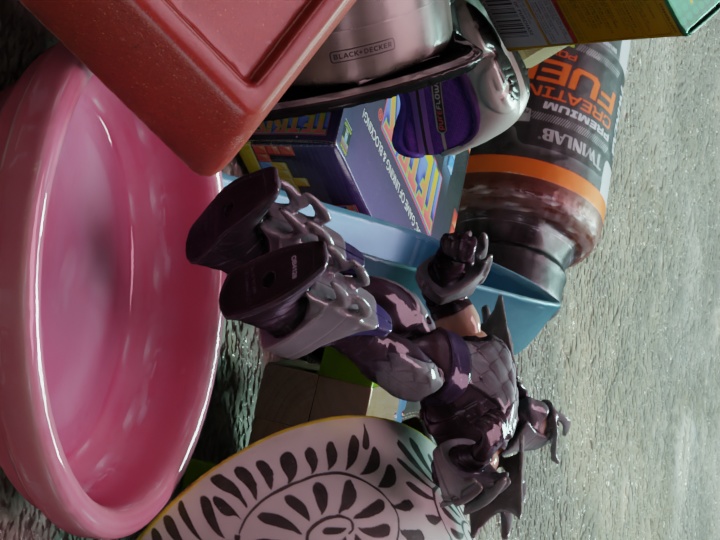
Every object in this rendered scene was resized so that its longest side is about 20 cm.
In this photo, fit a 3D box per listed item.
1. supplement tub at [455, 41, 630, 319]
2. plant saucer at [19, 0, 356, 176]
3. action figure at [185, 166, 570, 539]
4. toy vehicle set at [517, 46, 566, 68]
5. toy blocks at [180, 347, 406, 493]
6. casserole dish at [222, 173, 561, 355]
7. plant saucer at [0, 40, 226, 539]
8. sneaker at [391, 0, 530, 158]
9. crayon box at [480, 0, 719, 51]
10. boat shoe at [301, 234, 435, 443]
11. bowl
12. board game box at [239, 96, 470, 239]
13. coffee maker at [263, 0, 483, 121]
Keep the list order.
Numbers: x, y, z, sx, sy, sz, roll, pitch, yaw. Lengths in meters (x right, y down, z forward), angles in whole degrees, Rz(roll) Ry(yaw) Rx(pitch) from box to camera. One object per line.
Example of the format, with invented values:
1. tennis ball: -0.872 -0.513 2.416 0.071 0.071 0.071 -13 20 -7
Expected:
1. supplement tub: 0.094 -0.071 1.619 0.107 0.107 0.200 58 37 -60
2. plant saucer: -0.048 -0.164 1.010 0.200 0.037 0.200 45 76 -33
3. action figure: 0.022 0.033 1.145 0.200 0.069 0.130 32 31 -39
4. toy vehicle set: 0.040 -0.191 1.375 0.200 0.027 0.124 61 10 1
5. toy blocks: -0.024 0.120 1.317 0.137 0.100 0.200 5 98 -81
6. casserole dish: 0.000 0.000 1.265 0.200 0.121 0.039 16 98 -43
7. plant saucer: -0.108 0.002 1.087 0.201 0.051 0.201 3 90 -73
8. sneaker: 0.000 -0.142 1.282 0.200 0.083 0.081 63 14 1
9. crayon box: 0.074 -0.193 1.200 0.058 0.119 0.200 -42 114 -29
10. boat shoe: 0.005 0.051 1.411 0.200 0.072 0.068 71 23 -53
11. bowl: -0.011 0.168 1.166 0.201 0.094 0.201 -23 133 -28
12. board game box: 0.004 -0.079 1.419 0.200 0.057 0.165 63 32 -56
13. coffee maker: -0.042 -0.179 1.152 0.135 0.192 0.200 -23 113 -33
